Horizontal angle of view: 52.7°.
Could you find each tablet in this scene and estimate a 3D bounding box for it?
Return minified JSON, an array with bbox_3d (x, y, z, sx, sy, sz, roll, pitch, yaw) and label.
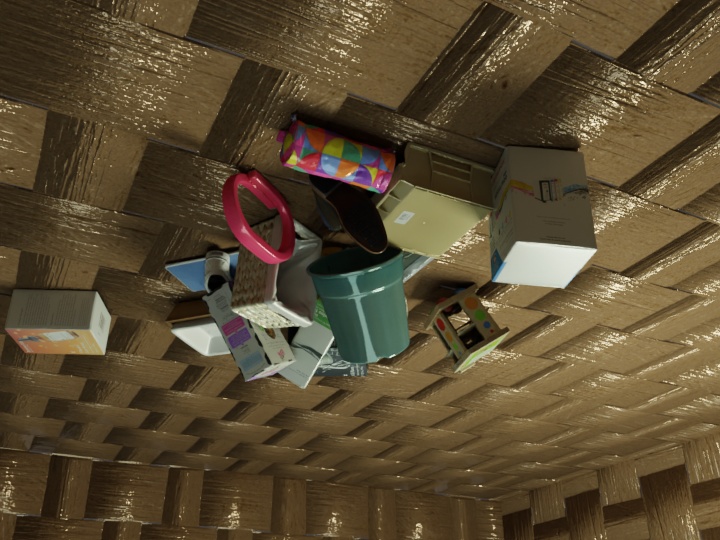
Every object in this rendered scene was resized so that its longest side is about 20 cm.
[{"bbox_3d":[-0.327,0.001,1.651,0.198,0.014,0.130,-11,150,16],"label":"tablet"}]

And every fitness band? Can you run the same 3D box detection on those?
[{"bbox_3d":[-0.184,-0.097,1.337,0.037,0.145,0.200,-13,149,24],"label":"fitness band"}]

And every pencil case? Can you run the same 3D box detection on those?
[{"bbox_3d":[-0.040,-0.194,1.232,0.199,0.089,0.088,16,148,-22],"label":"pencil case"}]

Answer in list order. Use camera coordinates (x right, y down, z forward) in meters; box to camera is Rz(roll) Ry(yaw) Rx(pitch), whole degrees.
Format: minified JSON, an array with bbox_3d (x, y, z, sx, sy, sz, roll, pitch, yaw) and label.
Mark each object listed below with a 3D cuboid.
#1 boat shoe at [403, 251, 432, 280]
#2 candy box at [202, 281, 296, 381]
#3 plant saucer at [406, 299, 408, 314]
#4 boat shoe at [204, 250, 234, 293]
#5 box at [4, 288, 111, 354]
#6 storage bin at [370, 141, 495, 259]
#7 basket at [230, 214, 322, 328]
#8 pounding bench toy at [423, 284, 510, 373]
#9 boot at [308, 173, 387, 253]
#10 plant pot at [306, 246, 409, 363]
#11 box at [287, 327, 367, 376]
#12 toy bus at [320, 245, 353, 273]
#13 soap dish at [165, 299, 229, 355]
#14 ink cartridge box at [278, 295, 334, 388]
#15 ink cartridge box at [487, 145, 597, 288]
[{"bbox_3d":[0.116,-0.040,1.521,0.200,0.070,0.071,-40,172,21],"label":"boat shoe"},{"bbox_3d":[-0.235,0.128,1.560,0.071,0.201,0.168,-31,170,9],"label":"candy box"},{"bbox_3d":[0.034,0.122,1.738,0.029,0.201,0.200,27,175,43],"label":"plant saucer"},{"bbox_3d":[-0.320,0.032,1.625,0.073,0.066,0.200,0,151,-2],"label":"boat shoe"},{"bbox_3d":[-0.734,0.128,1.778,0.198,0.107,0.153,1,152,-4],"label":"box"},{"bbox_3d":[0.114,-0.124,1.348,0.197,0.094,0.200,13,149,-23],"label":"storage bin"},{"bbox_3d":[-0.171,0.008,1.482,0.123,0.202,0.135,-12,150,33],"label":"basket"},{"bbox_3d":[0.239,0.149,1.771,0.124,0.156,0.200,-26,160,-23],"label":"pounding bench toy"},{"bbox_3d":[-0.021,-0.100,1.326,0.074,0.200,0.097,-34,166,-14],"label":"boot"},{"bbox_3d":[0.010,0.068,1.459,0.199,0.198,0.200,-13,-165,3],"label":"plant pot"},{"bbox_3d":[-0.080,0.186,1.883,0.195,0.125,0.200,0,152,3],"label":"box"},{"bbox_3d":[0.000,0.000,1.586,0.198,0.079,0.065,10,150,-18],"label":"toy bus"},{"bbox_3d":[-0.371,0.141,1.836,0.156,0.082,0.200,-10,150,16],"label":"soap dish"},{"bbox_3d":[-0.107,0.154,1.690,0.083,0.201,0.147,30,-170,-1],"label":"ink cartridge box"},{"bbox_3d":[0.313,-0.095,1.292,0.143,0.201,0.148,5,151,-5],"label":"ink cartridge box"}]
